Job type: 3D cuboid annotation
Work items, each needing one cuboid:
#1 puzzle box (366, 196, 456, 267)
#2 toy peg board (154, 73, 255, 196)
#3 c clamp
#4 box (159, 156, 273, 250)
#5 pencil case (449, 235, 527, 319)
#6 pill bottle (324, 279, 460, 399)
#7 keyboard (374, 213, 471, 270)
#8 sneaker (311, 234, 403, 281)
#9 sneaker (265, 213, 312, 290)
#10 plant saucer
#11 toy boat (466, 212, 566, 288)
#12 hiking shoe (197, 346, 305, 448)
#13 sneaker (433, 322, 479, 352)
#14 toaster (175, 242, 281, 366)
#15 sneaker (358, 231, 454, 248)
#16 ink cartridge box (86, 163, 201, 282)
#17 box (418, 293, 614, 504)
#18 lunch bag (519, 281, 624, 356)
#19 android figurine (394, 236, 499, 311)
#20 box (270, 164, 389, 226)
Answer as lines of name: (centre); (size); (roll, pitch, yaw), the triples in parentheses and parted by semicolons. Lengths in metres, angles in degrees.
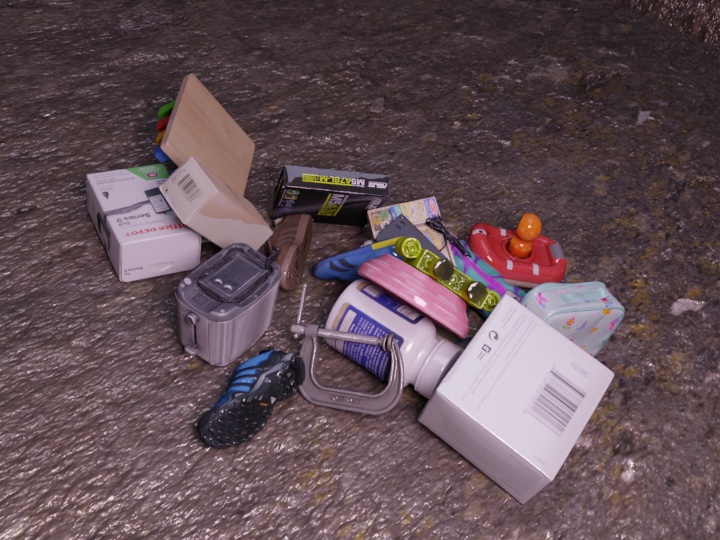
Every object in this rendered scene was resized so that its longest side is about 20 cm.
puzzle box: (0.096, -0.027, 1.431); (0.130, 0.026, 0.203); (-12, 66, -8)
toy peg board: (-0.309, -0.220, 1.526); (0.096, 0.200, 0.202); (-19, 44, 27)
c clamp: (-0.022, 0.123, 1.214); (0.196, 0.174, 0.027); (12, -6, 19)
box: (-0.239, -0.099, 1.366); (0.078, 0.200, 0.095); (-43, 64, 4)
pencil case: (0.224, 0.031, 1.442); (0.084, 0.093, 0.200); (-34, 56, -23)
pill bottle: (0.052, 0.112, 1.272); (0.198, 0.121, 0.119); (31, 42, 19)
keyboard: (0.127, -0.022, 1.404); (0.126, 0.021, 0.200); (-38, 71, -16)
sneaker: (0.000, 0.000, 1.388); (0.197, 0.080, 0.066); (-15, 2, 33)
sneaker: (-0.136, -0.032, 1.441); (0.074, 0.072, 0.201); (1, 33, 10)
plant saucer: (0.089, 0.034, 1.259); (0.198, 0.051, 0.201); (32, -3, 2)
toy boat: (0.301, -0.051, 1.530); (0.196, 0.132, 0.132); (8, 39, -8)
hiking shoe: (-0.168, 0.185, 1.175); (0.086, 0.076, 0.199); (11, 33, 39)
sneaker: (0.193, 0.135, 1.328); (0.198, 0.068, 0.090); (27, 46, 20)
toaster: (-0.201, 0.051, 1.258); (0.112, 0.131, 0.200); (28, 42, 16)
sneaker: (0.090, -0.017, 1.485); (0.196, 0.078, 0.086); (-13, 56, -15)
ink cartridge box: (-0.375, -0.087, 1.402); (0.144, 0.085, 0.201); (-13, 47, -29)
box: (0.223, 0.184, 1.172); (0.199, 0.131, 0.199); (36, 61, 11)
lunch bag: (0.334, 0.091, 1.340); (0.197, 0.162, 0.077); (-3, 40, -33)
android figurine: (0.130, 0.007, 1.260); (0.180, 0.042, 0.200); (32, 0, -8)
box: (-0.060, -0.132, 1.476); (0.189, 0.200, 0.049); (7, 76, -12)
